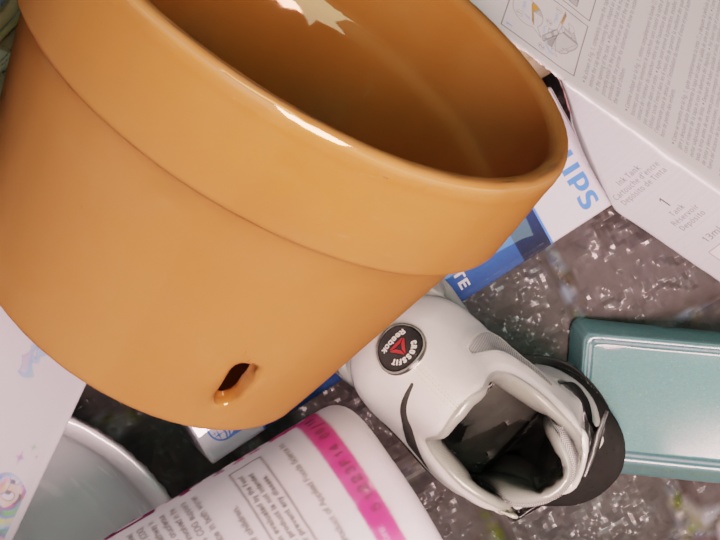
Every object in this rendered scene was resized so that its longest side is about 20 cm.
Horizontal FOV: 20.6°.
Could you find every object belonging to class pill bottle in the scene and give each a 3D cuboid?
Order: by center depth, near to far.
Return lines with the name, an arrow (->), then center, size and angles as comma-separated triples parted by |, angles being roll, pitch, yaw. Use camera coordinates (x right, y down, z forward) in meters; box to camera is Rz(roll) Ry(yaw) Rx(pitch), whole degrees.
pill bottle -> -0.064, 0.147, 0.746 | 0.199, 0.113, 0.114 | -30, 96, -10

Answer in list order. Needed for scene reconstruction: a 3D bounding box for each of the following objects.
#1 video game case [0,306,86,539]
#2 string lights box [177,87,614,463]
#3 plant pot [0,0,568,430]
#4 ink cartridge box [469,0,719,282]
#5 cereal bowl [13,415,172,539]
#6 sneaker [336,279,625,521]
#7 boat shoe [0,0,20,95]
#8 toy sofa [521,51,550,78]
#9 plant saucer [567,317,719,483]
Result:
video game case -> -0.181, 0.079, 0.704 | 0.024, 0.182, 0.201 | 22, 84, 30
string lights box -> 0.000, 0.000, 0.846 | 0.199, 0.103, 0.059 | -33, 98, -9
plant pot -> -0.047, -0.040, 0.695 | 0.199, 0.200, 0.140 | 30, 115, -10
ink cartridge box -> 0.115, -0.102, 0.847 | 0.199, 0.050, 0.161 | 32, 46, -12
cereal bowl -> -0.164, 0.150, 0.826 | 0.198, 0.083, 0.202 | 0, 90, -12
sneaker -> 0.063, 0.073, 0.809 | 0.074, 0.089, 0.200 | -49, 140, 8
boat shoe -> -0.147, -0.091, 0.813 | 0.063, 0.073, 0.200 | 49, 55, -11
toy sofa -> -0.020, -0.078, 0.851 | 0.199, 0.083, 0.098 | -33, 93, -9
plant saucer -> 0.192, 0.065, 0.899 | 0.198, 0.019, 0.070 | 5, 89, 7
